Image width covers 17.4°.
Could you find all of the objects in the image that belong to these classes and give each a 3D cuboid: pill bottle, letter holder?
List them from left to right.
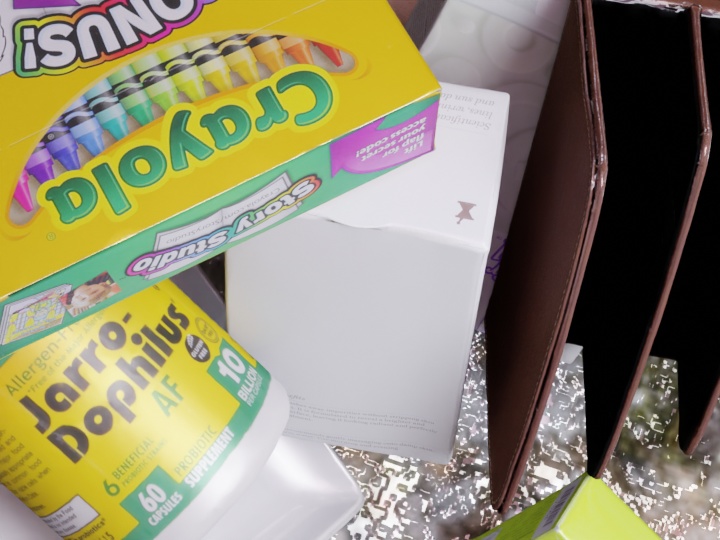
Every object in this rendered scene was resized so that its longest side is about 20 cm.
[{"bbox_3d":[-0.135,0.028,0.990,0.200,0.113,0.113,44,75,-11],"label":"pill bottle"},{"bbox_3d":[0.120,0.002,1.008,0.100,0.201,0.143,9,41,-4],"label":"letter holder"}]

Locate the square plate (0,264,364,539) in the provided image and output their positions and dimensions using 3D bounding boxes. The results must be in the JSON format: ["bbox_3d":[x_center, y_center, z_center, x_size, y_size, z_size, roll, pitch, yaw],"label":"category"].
[{"bbox_3d":[-0.117,0.082,1.071,0.198,0.028,0.201,-39,94,-39],"label":"square plate"}]

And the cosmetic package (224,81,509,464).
[{"bbox_3d":[0.000,0.000,1.028,0.112,0.200,0.082,11,58,2],"label":"cosmetic package"}]

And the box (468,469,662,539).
[{"bbox_3d":[0.137,0.193,1.105,0.200,0.122,0.048,44,51,-6],"label":"box"}]

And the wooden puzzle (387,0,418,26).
[{"bbox_3d":[0.100,-0.154,1.183,0.185,0.046,0.201,32,72,-10],"label":"wooden puzzle"}]

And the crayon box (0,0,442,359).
[{"bbox_3d":[-0.095,-0.085,0.924,0.199,0.058,0.173,-26,67,-13],"label":"crayon box"}]

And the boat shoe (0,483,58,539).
[{"bbox_3d":[-0.204,0.115,1.055,0.199,0.062,0.073,-22,78,-37],"label":"boat shoe"}]

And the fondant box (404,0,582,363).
[{"bbox_3d":[0.078,-0.062,1.088,0.143,0.201,0.058,20,41,-12],"label":"fondant box"}]
